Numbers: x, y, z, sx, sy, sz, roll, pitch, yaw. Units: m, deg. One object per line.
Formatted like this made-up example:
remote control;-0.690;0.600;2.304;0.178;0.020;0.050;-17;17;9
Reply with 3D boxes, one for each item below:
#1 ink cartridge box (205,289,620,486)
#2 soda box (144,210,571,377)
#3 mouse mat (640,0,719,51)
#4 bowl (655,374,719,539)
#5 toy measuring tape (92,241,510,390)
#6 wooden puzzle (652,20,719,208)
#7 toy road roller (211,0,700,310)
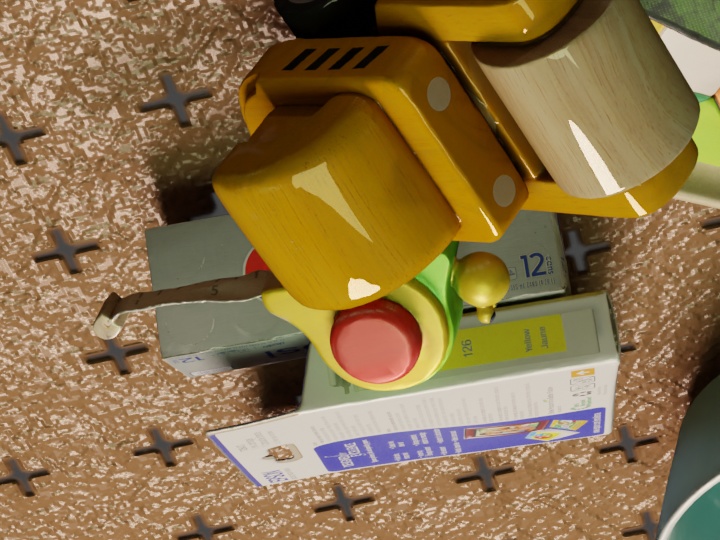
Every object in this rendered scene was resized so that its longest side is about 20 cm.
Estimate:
ink cartridge box;0.030;0.064;1.261;0.200;0.047;0.198;-7;167;3
soda box;0.000;0.000;1.212;0.200;0.068;0.063;-11;167;7
mouse mat;0.165;-0.174;1.066;0.200;0.008;0.161;20;115;-23
bowl;0.250;0.111;1.349;0.200;0.105;0.201;-3;138;-3
toy measuring tape;-0.023;0.027;1.148;0.200;0.074;0.074;-11;138;20
wooden puzzle;0.152;-0.110;1.148;0.185;0.037;0.200;12;134;-18
toy road roller;0.030;-0.056;1.063;0.200;0.146;0.123;4;140;47
